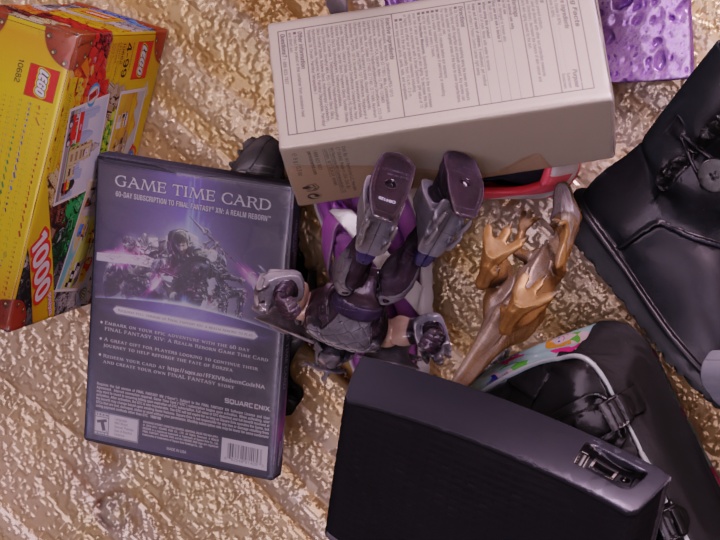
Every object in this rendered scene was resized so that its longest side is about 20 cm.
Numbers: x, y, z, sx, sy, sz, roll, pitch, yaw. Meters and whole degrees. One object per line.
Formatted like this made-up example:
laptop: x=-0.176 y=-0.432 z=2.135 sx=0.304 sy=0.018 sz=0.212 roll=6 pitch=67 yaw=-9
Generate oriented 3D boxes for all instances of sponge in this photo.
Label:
sponge: x=0.111 y=-0.173 z=1.258 sx=0.200 sy=0.030 sz=0.112 roll=-2 pitch=97 yaw=17

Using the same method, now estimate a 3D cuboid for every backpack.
backpack: x=0.118 y=0.136 z=1.231 sx=0.200 sy=0.151 sz=0.178 roll=-28 pitch=90 yaw=28

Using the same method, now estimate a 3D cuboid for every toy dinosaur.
toy dinosaur: x=0.088 y=0.029 z=1.173 sx=0.060 sy=0.106 sz=0.200 roll=32 pitch=72 yaw=19

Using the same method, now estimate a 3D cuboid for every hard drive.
hard drive: x=0.072 y=0.141 z=1.149 sx=0.200 sy=0.042 sz=0.135 roll=20 pitch=119 yaw=21

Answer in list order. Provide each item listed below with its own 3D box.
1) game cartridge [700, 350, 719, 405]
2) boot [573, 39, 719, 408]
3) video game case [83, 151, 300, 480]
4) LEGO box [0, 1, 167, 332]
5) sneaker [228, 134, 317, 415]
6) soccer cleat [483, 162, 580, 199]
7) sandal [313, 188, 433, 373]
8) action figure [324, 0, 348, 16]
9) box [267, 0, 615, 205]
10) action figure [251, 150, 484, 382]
game cartridge: x=0.307 y=0.109 z=1.151 sx=0.200 sy=0.133 sz=0.042 roll=39 pitch=75 yaw=-21
boot: x=0.239 y=-0.023 z=1.206 sx=0.168 sy=0.076 sz=0.200 roll=-45 pitch=77 yaw=27
video game case: x=-0.113 y=0.030 z=1.297 sx=0.143 sy=0.019 sz=0.200 roll=10 pitch=104 yaw=20
LEGO box: x=-0.212 y=-0.074 z=1.308 sx=0.077 sy=0.149 sz=0.200 roll=19 pitch=103 yaw=14
sneaker: x=-0.057 y=0.010 z=1.319 sx=0.090 sy=0.066 sz=0.200 roll=13 pitch=105 yaw=12
soccer cleat: x=0.043 y=-0.076 z=1.267 sx=0.200 sy=0.076 sz=0.067 roll=4 pitch=99 yaw=16
sandal: x=0.006 y=0.000 z=1.270 sx=0.082 sy=0.050 sz=0.203 roll=2 pitch=118 yaw=32
action figure: x=0.015 y=-0.251 z=1.213 sx=0.200 sy=0.105 sz=0.194 roll=27 pitch=65 yaw=19
box: x=0.050 y=-0.109 z=1.190 sx=0.200 sy=0.078 sz=0.095 roll=-7 pitch=64 yaw=4
action figure: x=0.004 y=0.009 z=1.202 sx=0.130 sy=0.069 sz=0.200 roll=9 pitch=139 yaw=-17
